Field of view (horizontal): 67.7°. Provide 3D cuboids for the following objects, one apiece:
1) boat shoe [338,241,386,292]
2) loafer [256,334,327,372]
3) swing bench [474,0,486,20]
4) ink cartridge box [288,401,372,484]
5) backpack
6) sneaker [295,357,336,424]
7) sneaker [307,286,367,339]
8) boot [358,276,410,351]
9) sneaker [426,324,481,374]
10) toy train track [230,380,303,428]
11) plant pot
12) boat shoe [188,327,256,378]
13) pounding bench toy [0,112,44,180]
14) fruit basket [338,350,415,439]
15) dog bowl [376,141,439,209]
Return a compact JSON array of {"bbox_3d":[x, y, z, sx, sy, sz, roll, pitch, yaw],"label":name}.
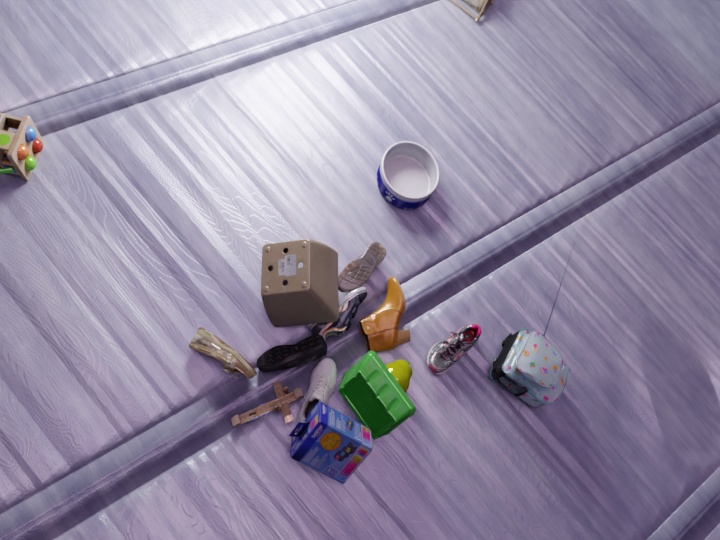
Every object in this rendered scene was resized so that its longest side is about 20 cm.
[{"bbox_3d":[0.000,0.000,1.573,0.199,0.073,0.075,-40,86,-28],"label":"boat shoe"},{"bbox_3d":[-0.182,0.235,1.445,0.194,0.072,0.069,-18,43,-4],"label":"loafer"},{"bbox_3d":[0.433,-1.102,2.051,0.197,0.130,0.202,36,61,2],"label":"swing bench"},{"bbox_3d":[-0.085,0.423,1.335,0.197,0.077,0.138,33,108,-17],"label":"ink cartridge box"},{"bbox_3d":[0.504,0.288,1.555,0.199,0.153,0.177,40,61,-4],"label":"backpack"},{"bbox_3d":[-0.107,0.324,1.413,0.075,0.100,0.206,20,67,-4],"label":"sneaker"},{"bbox_3d":[-0.050,0.131,1.511,0.197,0.079,0.080,-35,75,-11],"label":"sneaker"},{"bbox_3d":[0.060,0.125,1.542,0.139,0.071,0.209,-8,77,-19],"label":"boot"},{"bbox_3d":[0.270,0.220,1.559,0.198,0.075,0.081,-39,82,-22],"label":"sneaker"},{"bbox_3d":[-0.242,0.352,1.394,0.194,0.033,0.117,-21,60,-13],"label":"toy train track"},{"bbox_3d":[-0.173,0.020,1.429,0.192,0.178,0.207,-6,69,12],"label":"plant pot"},{"bbox_3d":[-0.358,0.229,1.407,0.196,0.074,0.063,33,72,11],"label":"boat shoe"},{"bbox_3d":[-0.950,-0.303,1.417,0.150,0.125,0.207,12,68,-9],"label":"pounding bench toy"},{"bbox_3d":[0.060,0.322,1.457,0.214,0.155,0.218,38,26,-22],"label":"fruit basket"},{"bbox_3d":[0.151,-0.303,1.716,0.192,0.079,0.208,5,69,-12],"label":"dog bowl"}]
